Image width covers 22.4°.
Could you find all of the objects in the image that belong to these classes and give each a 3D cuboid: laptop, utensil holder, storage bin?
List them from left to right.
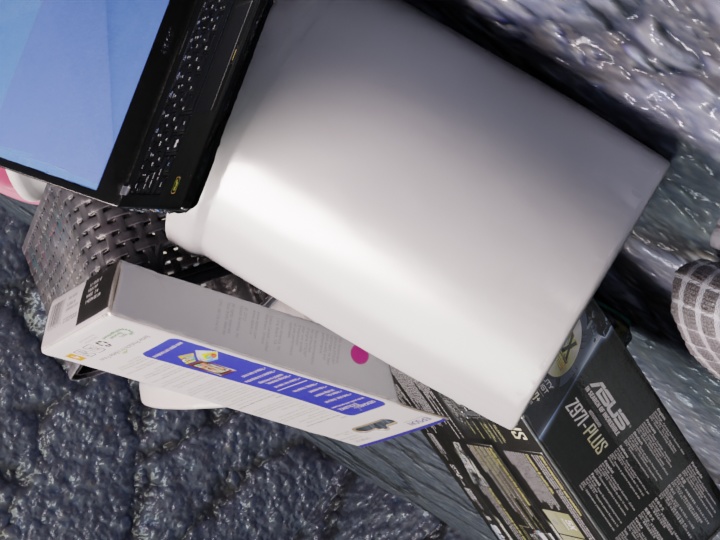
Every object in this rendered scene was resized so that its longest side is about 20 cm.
[{"bbox_3d":[-0.118,-0.127,0.869,0.103,0.178,0.200,21,176,-19],"label":"laptop"},{"bbox_3d":[-0.116,-0.014,1.088,0.094,0.135,0.200,68,159,9],"label":"storage bin"},{"bbox_3d":[0.030,-0.036,0.918,0.200,0.170,0.170,31,170,6],"label":"utensil holder"}]

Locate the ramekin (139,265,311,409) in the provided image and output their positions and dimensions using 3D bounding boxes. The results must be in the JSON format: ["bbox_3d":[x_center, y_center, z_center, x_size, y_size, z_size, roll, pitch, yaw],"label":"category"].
[{"bbox_3d":[-0.062,0.038,1.306,0.202,0.094,0.202,-6,-178,0],"label":"ramekin"}]

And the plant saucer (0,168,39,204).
[{"bbox_3d":[-0.262,-0.130,1.216,0.200,0.051,0.201,30,155,16],"label":"plant saucer"}]

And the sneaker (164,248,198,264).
[{"bbox_3d":[-0.082,-0.056,1.304,0.200,0.075,0.081,-8,148,10],"label":"sneaker"}]

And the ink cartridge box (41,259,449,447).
[{"bbox_3d":[-0.059,0.048,0.962,0.200,0.037,0.095,21,156,-25],"label":"ink cartridge box"}]

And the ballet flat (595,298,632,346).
[{"bbox_3d":[0.090,0.013,1.259,0.200,0.072,0.072,33,170,9],"label":"ballet flat"}]

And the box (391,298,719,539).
[{"bbox_3d":[0.115,0.099,1.162,0.200,0.086,0.164,55,160,-14],"label":"box"}]

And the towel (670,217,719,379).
[{"bbox_3d":[0.261,0.062,0.880,0.200,0.086,0.166,41,169,-37],"label":"towel"}]

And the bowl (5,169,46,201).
[{"bbox_3d":[-0.153,-0.141,1.061,0.090,0.201,0.201,-1,167,2],"label":"bowl"}]
